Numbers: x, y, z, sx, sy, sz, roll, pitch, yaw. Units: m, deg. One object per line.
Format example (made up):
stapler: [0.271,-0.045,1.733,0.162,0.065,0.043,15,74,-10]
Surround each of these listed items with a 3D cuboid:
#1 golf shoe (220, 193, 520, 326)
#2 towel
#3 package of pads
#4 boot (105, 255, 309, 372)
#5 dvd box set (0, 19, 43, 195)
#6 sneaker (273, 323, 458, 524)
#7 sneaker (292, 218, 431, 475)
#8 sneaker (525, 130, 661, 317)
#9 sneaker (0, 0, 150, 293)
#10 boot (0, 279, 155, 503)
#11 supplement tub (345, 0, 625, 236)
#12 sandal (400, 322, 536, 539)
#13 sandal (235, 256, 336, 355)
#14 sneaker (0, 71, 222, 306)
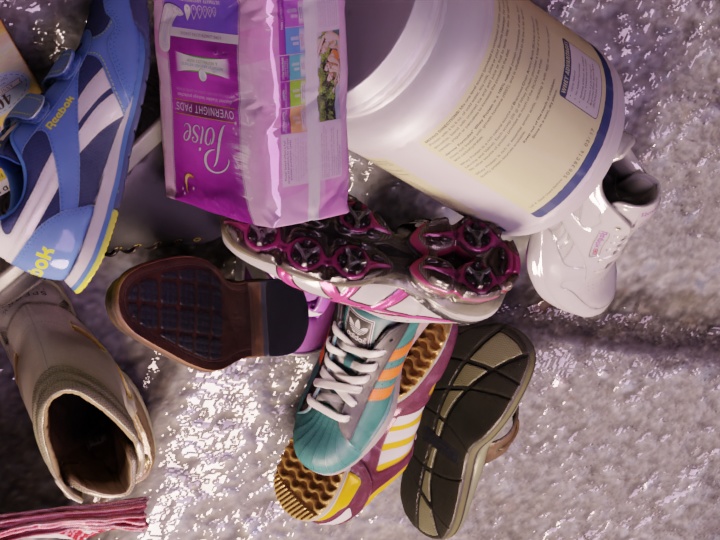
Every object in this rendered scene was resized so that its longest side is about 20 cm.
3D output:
golf shoe: [0.000,0.000,1.321,0.199,0.073,0.092,14,148,-10]
towel: [-0.238,0.179,1.359,0.144,0.200,0.023,-4,82,-23]
package of pads: [-0.068,-0.132,1.209,0.076,0.120,0.201,-14,109,-38]
boot: [-0.126,0.031,1.314,0.200,0.097,0.075,11,78,-58]
dvd box set: [-0.280,-0.115,1.213,0.146,0.029,0.200,-29,130,-5]
sneaker: [0.015,0.103,1.499,0.200,0.075,0.090,-54,151,10]
sneaker: [0.001,0.051,1.415,0.200,0.071,0.080,-63,157,1]
sneaker: [0.169,-0.032,1.442,0.075,0.099,0.200,-52,145,-30]
sneaker: [-0.177,-0.091,1.209,0.082,0.074,0.201,14,76,-11]
boot: [-0.179,0.108,1.339,0.072,0.155,0.200,-29,129,-5]
supplement tub: [0.061,-0.122,1.301,0.200,0.145,0.145,29,107,-38]
sandal: [0.086,0.120,1.544,0.057,0.080,0.201,-13,136,-40]
sandal: [-0.047,-0.010,1.390,0.082,0.050,0.203,-17,130,-12]
sneaker: [-0.162,-0.027,1.303,0.200,0.075,0.106,-41,128,4]
